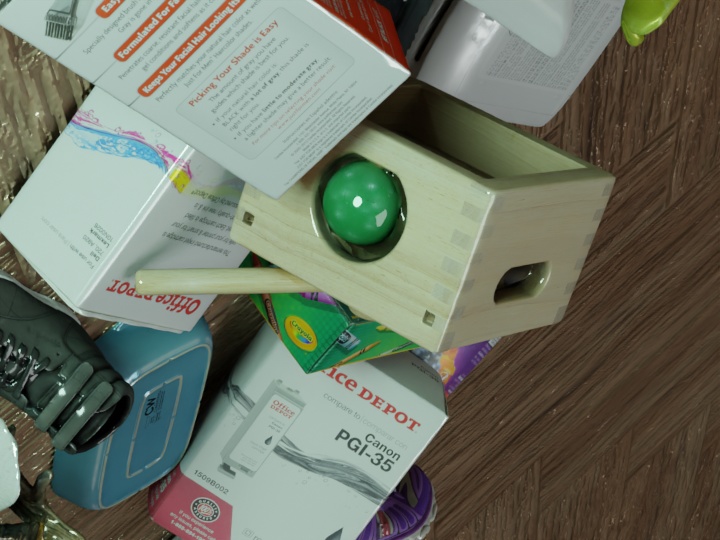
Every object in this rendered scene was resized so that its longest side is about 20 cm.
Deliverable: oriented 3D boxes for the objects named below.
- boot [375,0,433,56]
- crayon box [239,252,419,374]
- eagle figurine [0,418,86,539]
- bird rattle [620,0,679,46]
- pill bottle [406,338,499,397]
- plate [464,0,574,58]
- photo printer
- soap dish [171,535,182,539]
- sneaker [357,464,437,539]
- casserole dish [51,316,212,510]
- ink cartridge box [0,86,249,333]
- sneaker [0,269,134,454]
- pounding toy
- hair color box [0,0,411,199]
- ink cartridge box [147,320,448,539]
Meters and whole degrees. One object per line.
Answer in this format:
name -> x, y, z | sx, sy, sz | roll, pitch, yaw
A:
boot -> -0.005, -0.228, 1.182 | 0.168, 0.076, 0.201 | 39, 70, -52
crayon box -> 0.000, 0.000, 1.492 | 0.058, 0.119, 0.200 | -48, 160, 29
eagle figurine -> -0.270, 0.193, 1.266 | 0.200, 0.151, 0.152 | -34, -173, -33
bird rattle -> 0.180, -0.254, 1.320 | 0.112, 0.201, 0.163 | -27, -179, 9
pill bottle -> 0.081, 0.007, 1.661 | 0.200, 0.111, 0.111 | -48, 157, -1
plate -> 0.083, -0.243, 1.197 | 0.032, 0.201, 0.199 | -8, 166, 28
photo printer -> 0.111, -0.184, 1.468 | 0.167, 0.069, 0.200 | -56, 155, 19
soap dish -> -0.142, 0.312, 1.787 | 0.157, 0.081, 0.200 | -49, 158, 2
sneaker -> 0.005, 0.225, 1.920 | 0.200, 0.080, 0.084 | -34, 128, -50
casserole dish -> -0.160, 0.101, 1.486 | 0.121, 0.039, 0.200 | -29, 150, -38
ink cartridge box -> -0.105, -0.069, 1.254 | 0.200, 0.084, 0.145 | -53, 157, 9
sneaker -> -0.204, 0.058, 1.264 | 0.071, 0.099, 0.200 | -49, 156, 8
pounding toy -> 0.009, -0.024, 1.222 | 0.200, 0.184, 0.143 | -10, 124, -57
hair color box -> -0.083, -0.134, 1.082 | 0.111, 0.064, 0.200 | -41, 130, 21
ink cartridge box -> -0.048, 0.133, 1.577 | 0.200, 0.146, 0.083 | -54, -168, 14
